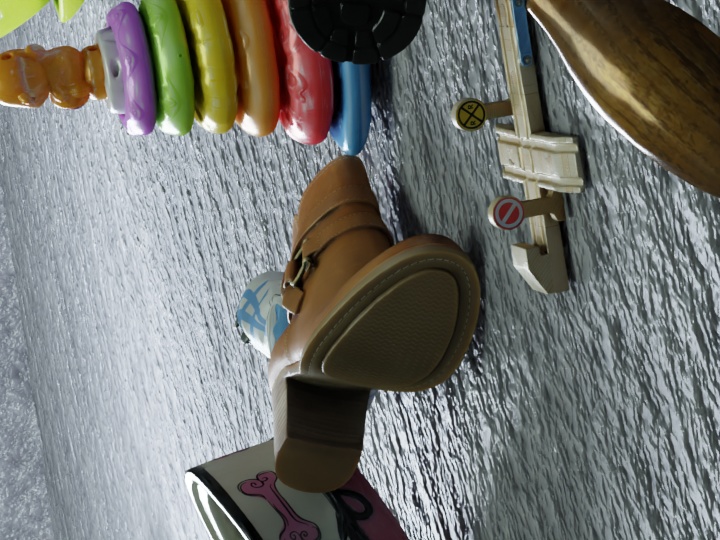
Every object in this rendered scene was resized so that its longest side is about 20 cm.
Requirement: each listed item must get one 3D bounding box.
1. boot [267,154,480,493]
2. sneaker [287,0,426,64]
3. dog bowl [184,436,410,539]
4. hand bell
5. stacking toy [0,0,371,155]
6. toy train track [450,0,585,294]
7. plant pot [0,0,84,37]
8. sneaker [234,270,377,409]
[{"bbox_3d":[0.000,0.000,1.492,0.200,0.073,0.155,128,153,-46],"label":"boot"},{"bbox_3d":[0.008,-0.194,1.228,0.088,0.075,0.200,-91,15,-58],"label":"sneaker"},{"bbox_3d":[-0.012,0.173,1.585,0.200,0.074,0.200,54,168,16],"label":"dog bowl"},{"bbox_3d":[0.115,-0.003,0.671,0.200,0.104,0.104,41,154,17],"label":"hand bell"},{"bbox_3d":[-0.097,-0.109,1.525,0.116,0.199,0.110,-114,17,-51],"label":"stacking toy"},{"bbox_3d":[0.056,-0.088,1.244,0.115,0.032,0.201,-159,59,-76],"label":"toy train track"},{"bbox_3d":[-0.327,-0.310,2.447,0.199,0.181,0.200,93,161,-51],"label":"plant pot"},{"bbox_3d":[-0.024,0.033,1.677,0.073,0.072,0.200,-63,17,10],"label":"sneaker"}]
